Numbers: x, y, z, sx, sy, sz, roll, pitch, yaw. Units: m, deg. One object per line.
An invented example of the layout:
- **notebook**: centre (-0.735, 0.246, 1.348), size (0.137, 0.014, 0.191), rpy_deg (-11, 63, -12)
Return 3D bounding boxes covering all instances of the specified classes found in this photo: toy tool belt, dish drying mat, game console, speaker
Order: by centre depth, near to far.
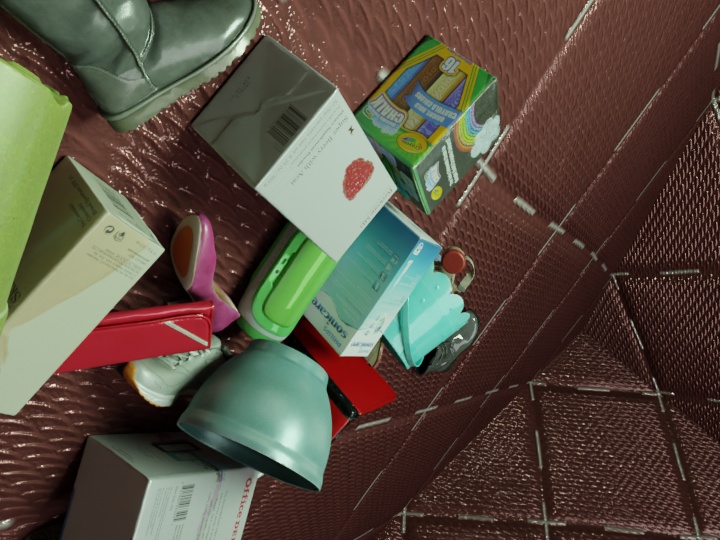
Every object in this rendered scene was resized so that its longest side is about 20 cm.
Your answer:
- **dish drying mat**: centre (-0.257, 0.074, 0.609), size (0.194, 0.018, 0.078), rpy_deg (-7, 138, -28)
- **speaker**: centre (-0.088, 0.000, 0.762), size (0.202, 0.088, 0.088), rpy_deg (-54, 151, 10)
- **game console**: centre (-0.074, 0.181, 0.877), size (0.173, 0.200, 0.119), rpy_deg (-46, 151, -2)
- **toy tool belt**: centre (0.143, 0.023, 1.119), size (0.203, 0.123, 0.123), rpy_deg (-59, -179, 24)

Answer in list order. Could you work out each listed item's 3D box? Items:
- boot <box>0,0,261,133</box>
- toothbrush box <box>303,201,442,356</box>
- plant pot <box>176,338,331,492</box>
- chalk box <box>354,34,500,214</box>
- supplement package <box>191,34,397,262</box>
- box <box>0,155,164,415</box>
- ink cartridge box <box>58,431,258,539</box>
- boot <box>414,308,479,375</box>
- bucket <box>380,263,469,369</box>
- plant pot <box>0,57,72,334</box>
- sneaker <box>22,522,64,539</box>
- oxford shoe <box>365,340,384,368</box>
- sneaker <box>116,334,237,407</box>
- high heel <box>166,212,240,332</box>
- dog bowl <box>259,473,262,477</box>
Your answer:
- **boot**: centre (-0.174, -0.218, 0.401), size (0.182, 0.072, 0.202), rpy_deg (-44, 145, -13)
- **toothbrush box**: centre (0.000, 0.000, 0.823), size (0.203, 0.146, 0.085), rpy_deg (-55, 150, 12)
- **plant pot**: centre (-0.117, 0.176, 0.727), size (0.202, 0.194, 0.137), rpy_deg (74, 35, -58)
- **chalk box**: centre (0.075, -0.173, 0.746), size (0.200, 0.124, 0.125), rpy_deg (-45, 153, -5)
- **supplement package**: centre (-0.060, -0.120, 0.615), size (0.122, 0.119, 0.200), rpy_deg (-48, 152, 0)
- **box**: centre (-0.279, 0.015, 0.493), size (0.201, 0.095, 0.078), rpy_deg (-49, 151, -3)
- **ink cartridge box**: centre (-0.265, 0.317, 0.766), size (0.198, 0.143, 0.152), rpy_deg (22, 83, -56)
- **boot**: centre (0.229, 0.194, 1.480), size (0.130, 0.069, 0.204), rpy_deg (3, 118, -50)
- **bucket**: centre (0.072, 0.053, 0.944), size (0.134, 0.208, 0.208), rpy_deg (-39, 151, -5)
- **plant pot**: centre (-0.277, -0.054, 0.343), size (0.194, 0.197, 0.199), rpy_deg (-60, 152, -3)
- **sneaker**: centre (-0.397, 0.386, 0.792), size (0.197, 0.070, 0.077), rpy_deg (-29, 140, -35)
- **oxford shoe**: centre (0.010, 0.131, 1.103), size (0.072, 0.071, 0.204), rpy_deg (4, 126, -26)
- **sneaker**: centre (-0.228, 0.119, 0.730), size (0.093, 0.075, 0.200), rpy_deg (-55, 160, -3)
- **high heel**: centre (-0.169, 0.007, 0.658), size (0.094, 0.068, 0.203), rpy_deg (-13, 141, -34)
- **dog bowl**: centre (-0.178, 0.265, 0.959), size (0.198, 0.078, 0.203), rpy_deg (-36, 149, -25)
